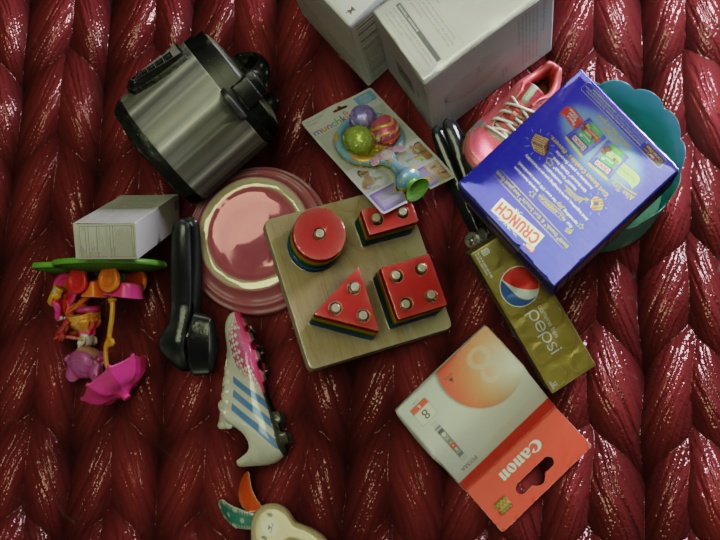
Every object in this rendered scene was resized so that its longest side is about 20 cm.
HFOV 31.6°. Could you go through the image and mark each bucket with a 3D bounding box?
[{"bbox_3d":[0.299,-0.125,1.599,0.203,0.135,0.211,-1,77,6],"label":"bucket"}]

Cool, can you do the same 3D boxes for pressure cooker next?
[{"bbox_3d":[-0.200,-0.211,1.666,0.199,0.179,0.177,-40,64,2],"label":"pressure cooker"}]

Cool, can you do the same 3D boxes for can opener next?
[{"bbox_3d":[0.144,-0.100,1.652,0.078,0.063,0.202,-24,82,-43],"label":"can opener"},{"bbox_3d":[-0.222,0.033,1.645,0.077,0.063,0.204,-1,92,7],"label":"can opener"}]

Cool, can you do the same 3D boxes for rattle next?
[{"bbox_3d":[-0.115,0.343,1.552,0.129,0.143,0.202,-30,80,19],"label":"rattle"}]

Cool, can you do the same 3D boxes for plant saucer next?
[{"bbox_3d":[-0.137,-0.044,1.685,0.197,0.051,0.204,-2,76,7],"label":"plant saucer"}]

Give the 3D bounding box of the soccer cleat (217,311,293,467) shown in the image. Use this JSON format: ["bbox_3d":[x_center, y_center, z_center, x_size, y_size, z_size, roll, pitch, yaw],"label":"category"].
[{"bbox_3d":[-0.154,0.154,1.631,0.085,0.070,0.203,-20,76,2],"label":"soccer cleat"}]

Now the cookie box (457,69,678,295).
[{"bbox_3d":[0.240,-0.102,1.494,0.200,0.075,0.172,-41,76,-2],"label":"cookie box"}]

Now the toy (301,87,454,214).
[{"bbox_3d":[0.021,-0.169,1.651,0.114,0.048,0.201,-27,58,-19],"label":"toy"}]

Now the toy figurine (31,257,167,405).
[{"bbox_3d":[-0.347,0.081,1.658,0.197,0.149,0.187,-2,86,30],"label":"toy figurine"}]

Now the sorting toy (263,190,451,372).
[{"bbox_3d":[0.000,0.000,1.613,0.196,0.070,0.203,-15,77,-16],"label":"sorting toy"}]

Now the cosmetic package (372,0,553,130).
[{"bbox_3d":[0.136,-0.307,1.630,0.199,0.199,0.124,-34,76,-1],"label":"cosmetic package"}]

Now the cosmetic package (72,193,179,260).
[{"bbox_3d":[-0.296,-0.057,1.634,0.081,0.200,0.052,2,104,8],"label":"cosmetic package"}]

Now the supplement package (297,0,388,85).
[{"bbox_3d":[0.005,-0.377,1.663,0.150,0.200,0.152,-41,75,-3],"label":"supplement package"}]

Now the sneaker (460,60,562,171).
[{"bbox_3d":[0.194,-0.200,1.621,0.073,0.087,0.201,36,58,7],"label":"sneaker"}]

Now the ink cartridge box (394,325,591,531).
[{"bbox_3d":[0.164,0.197,1.589,0.162,0.050,0.200,-42,72,-3],"label":"ink cartridge box"}]

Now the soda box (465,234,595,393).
[{"bbox_3d":[0.210,0.047,1.580,0.067,0.064,0.202,-31,94,0],"label":"soda box"}]
